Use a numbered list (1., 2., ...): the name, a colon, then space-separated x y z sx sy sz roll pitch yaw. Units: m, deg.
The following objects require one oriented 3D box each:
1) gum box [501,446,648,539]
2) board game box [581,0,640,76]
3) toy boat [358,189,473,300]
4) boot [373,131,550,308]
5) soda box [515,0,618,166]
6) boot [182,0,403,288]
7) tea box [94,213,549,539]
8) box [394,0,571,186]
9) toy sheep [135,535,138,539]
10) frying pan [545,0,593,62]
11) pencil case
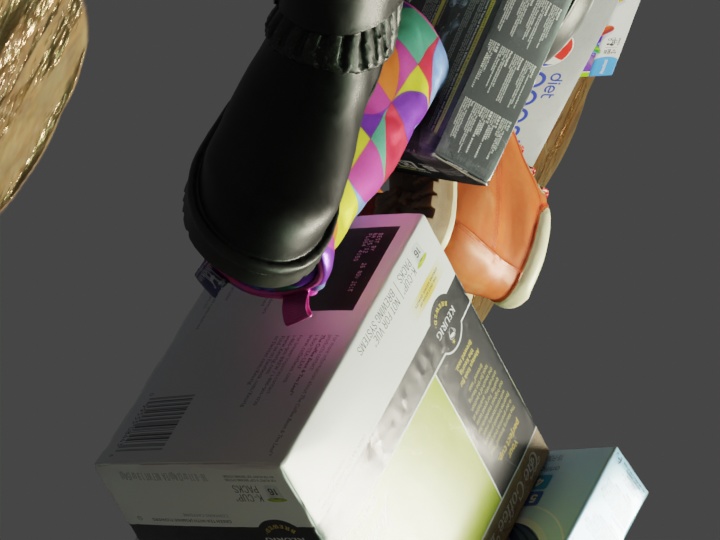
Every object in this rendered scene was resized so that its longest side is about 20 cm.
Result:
1. gum box: 0.054 0.192 1.669 0.045 0.170 0.200 54 49 -27
2. board game box: 0.119 -0.199 1.889 0.200 0.134 0.045 105 -22 -59
3. toy boat: 0.000 0.000 1.853 0.200 0.130 0.131 103 -16 -53
4. boot: 0.070 -0.070 1.763 0.075 0.107 0.201 -33 -139 46
5. soda box: 0.100 -0.140 1.844 0.200 0.068 0.064 114 -31 -45
6. boot: -0.021 -0.110 1.433 0.158 0.079 0.211 115 -6 -47
7. tea box: -0.016 0.106 1.611 0.197 0.133 0.200 61 42 -32
8. box: 0.059 -0.154 1.694 0.161 0.049 0.201 11 -105 63
9. toy sheep: -0.083 0.195 1.739 0.138 0.137 0.201 89 22 -71
10. frying pan: 0.087 -0.162 1.730 0.190 0.031 0.115 -3 -118 61
11. pencil case: -0.021 -0.065 1.565 0.089 0.088 0.200 104 12 -48
